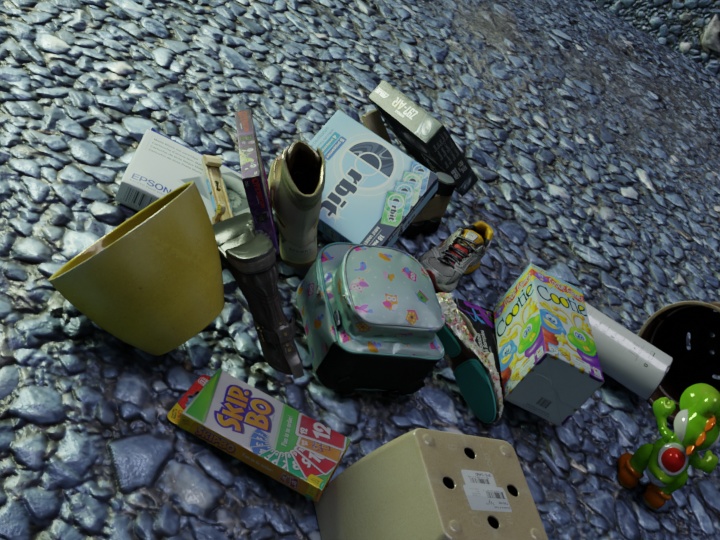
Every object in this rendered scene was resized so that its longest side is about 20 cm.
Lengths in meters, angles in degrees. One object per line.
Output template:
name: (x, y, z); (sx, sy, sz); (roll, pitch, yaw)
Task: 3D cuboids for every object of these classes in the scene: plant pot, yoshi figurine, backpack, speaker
plant pot: (0.585, 0.141, 1.664); (0.201, 0.201, 0.197); (47, 28, 21)
plant pot: (-0.238, 0.012, 1.150); (0.143, 0.198, 0.200); (57, 32, -13)
plant pot: (0.087, 0.284, 1.071); (0.197, 0.178, 0.202); (13, 38, -27)
yoshi figurine: (0.458, 0.238, 1.414); (0.111, 0.201, 0.113); (9, 39, -29)
backpack: (0.010, 0.051, 1.320); (0.173, 0.155, 0.201); (4, 39, -28)
speaker: (0.397, 0.120, 1.597); (0.198, 0.082, 0.081); (33, 33, 12)

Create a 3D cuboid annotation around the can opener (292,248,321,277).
can opener: (0.000, 0.000, 1.444); (0.197, 0.067, 0.054); (20, 36, -19)

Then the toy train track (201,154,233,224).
toy train track: (-0.185, -0.091, 1.362); (0.113, 0.033, 0.202); (7, 46, -33)

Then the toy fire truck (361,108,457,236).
toy fire truck: (0.043, -0.164, 1.650); (0.174, 0.130, 0.199); (-12, 43, -46)

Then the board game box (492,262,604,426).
board game box: (0.269, 0.104, 1.440); (0.104, 0.104, 0.202); (25, 33, -17)

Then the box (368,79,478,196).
box: (0.112, -0.229, 1.726); (0.160, 0.044, 0.200); (44, 0, 33)

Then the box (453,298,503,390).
box: (0.230, 0.128, 1.508); (0.197, 0.036, 0.144); (21, 35, -20)

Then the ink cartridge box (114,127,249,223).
ink cartridge box: (-0.235, -0.127, 1.429); (0.197, 0.041, 0.202); (25, 35, -13)

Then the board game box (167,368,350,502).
board game box: (-0.116, 0.182, 1.137); (0.197, 0.030, 0.096); (25, 33, 8)

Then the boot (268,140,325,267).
boot: (-0.089, -0.128, 1.391); (0.071, 0.156, 0.202); (-2, 51, -10)

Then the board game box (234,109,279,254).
board game box: (-0.141, -0.122, 1.341); (0.032, 0.122, 0.201); (-9, 35, -4)

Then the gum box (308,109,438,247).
gum box: (-0.008, -0.127, 1.513); (0.199, 0.045, 0.170); (34, 70, 17)

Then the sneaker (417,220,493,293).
sneaker: (0.152, -0.030, 1.594); (0.078, 0.083, 0.200); (39, 35, 10)

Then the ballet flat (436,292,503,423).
ballet flat: (0.151, 0.114, 1.385); (0.064, 0.075, 0.202); (-31, 91, -41)

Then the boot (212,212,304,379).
boot: (-0.131, 0.032, 1.232); (0.068, 0.177, 0.200); (-21, 27, -13)
